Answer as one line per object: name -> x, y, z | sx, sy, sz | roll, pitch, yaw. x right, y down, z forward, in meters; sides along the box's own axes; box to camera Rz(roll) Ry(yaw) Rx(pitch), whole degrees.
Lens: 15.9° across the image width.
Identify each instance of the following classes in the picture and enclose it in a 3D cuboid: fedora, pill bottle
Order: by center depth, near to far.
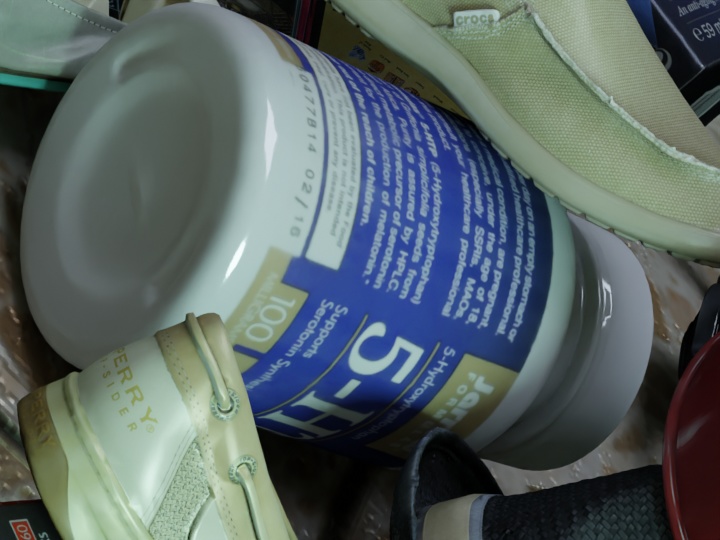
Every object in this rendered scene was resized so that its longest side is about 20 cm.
fedora -> 0.085, 0.132, 0.784 | 0.201, 0.091, 0.202 | -21, 90, -76
pill bottle -> 0.000, 0.000, 0.847 | 0.199, 0.120, 0.120 | 21, 41, -40

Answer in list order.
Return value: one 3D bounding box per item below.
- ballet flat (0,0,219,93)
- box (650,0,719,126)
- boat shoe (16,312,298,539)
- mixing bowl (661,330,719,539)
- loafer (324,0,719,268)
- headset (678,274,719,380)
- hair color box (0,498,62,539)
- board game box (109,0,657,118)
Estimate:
ballet flat -> -0.082, -0.081, 0.868 | 0.199, 0.064, 0.067 | 15, 0, -43
box -> 0.084, -0.145, 1.123 | 0.199, 0.123, 0.200 | 52, 29, 6
boat shoe -> -0.021, 0.092, 0.715 | 0.201, 0.063, 0.073 | 57, 5, -36
mixing bowl -> 0.200, 0.057, 0.751 | 0.199, 0.109, 0.201 | 17, 45, -18
loafer -> 0.063, -0.073, 0.838 | 0.200, 0.068, 0.076 | 39, 14, 21
headset -> 0.188, 0.025, 1.076 | 0.123, 0.095, 0.200 | 0, 12, -11
hair color box -> -0.135, 0.115, 0.593 | 0.199, 0.061, 0.102 | -1, 57, -53
board game box -> -0.010, -0.104, 0.933 | 0.200, 0.135, 0.035 | 36, 31, -25
